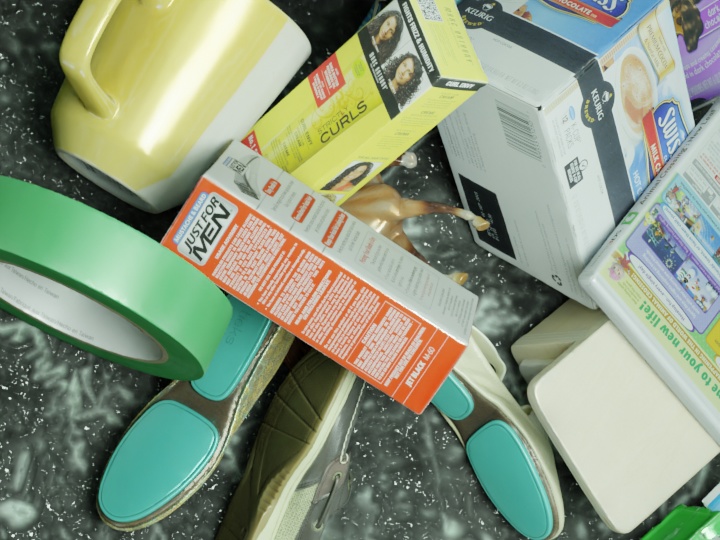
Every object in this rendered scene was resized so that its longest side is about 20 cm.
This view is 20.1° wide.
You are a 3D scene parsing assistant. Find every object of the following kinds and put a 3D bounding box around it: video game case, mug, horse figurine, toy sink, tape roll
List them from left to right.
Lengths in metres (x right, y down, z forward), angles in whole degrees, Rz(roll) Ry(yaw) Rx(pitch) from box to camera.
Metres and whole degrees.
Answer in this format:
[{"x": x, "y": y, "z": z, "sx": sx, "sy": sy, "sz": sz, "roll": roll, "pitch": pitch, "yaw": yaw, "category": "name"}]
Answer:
[{"x": -0.182, "y": 0.006, "z": 1.318, "sx": 0.200, "sy": 0.200, "sz": 0.048, "roll": 27, "pitch": 73, "yaw": -11, "category": "tape roll"}, {"x": -0.147, "y": -0.134, "z": 1.381, "sx": 0.186, "sy": 0.149, "sz": 0.154, "roll": 36, "pitch": 80, "yaw": -35, "category": "mug"}, {"x": 0.000, "y": 0.000, "z": 1.440, "sx": 0.132, "sy": 0.050, "sz": 0.200, "roll": 31, "pitch": 82, "yaw": 25, "category": "horse figurine"}, {"x": 0.195, "y": 0.079, "z": 1.463, "sx": 0.200, "sy": 0.112, "sz": 0.131, "roll": -39, "pitch": 103, "yaw": -23, "category": "toy sink"}, {"x": 0.266, "y": 0.010, "z": 1.423, "sx": 0.200, "sy": 0.022, "sz": 0.182, "roll": 47, "pitch": 69, "yaw": -20, "category": "video game case"}]

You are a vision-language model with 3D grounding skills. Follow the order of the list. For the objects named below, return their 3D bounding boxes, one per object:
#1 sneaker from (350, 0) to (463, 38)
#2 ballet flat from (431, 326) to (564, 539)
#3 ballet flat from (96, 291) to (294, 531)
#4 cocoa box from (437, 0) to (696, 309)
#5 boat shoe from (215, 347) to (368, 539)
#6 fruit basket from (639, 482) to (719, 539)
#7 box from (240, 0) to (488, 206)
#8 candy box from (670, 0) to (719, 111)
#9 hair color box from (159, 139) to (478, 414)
[{"x": 0.024, "y": -0.168, "z": 1.432, "sx": 0.078, "sy": 0.090, "sz": 0.201, "roll": 28, "pitch": 92, "yaw": 12, "category": "sneaker"}, {"x": 0.095, "y": 0.099, "z": 1.465, "sx": 0.069, "sy": 0.069, "sz": 0.200, "roll": -36, "pitch": 92, "yaw": -19, "category": "ballet flat"}, {"x": -0.106, "y": 0.096, "z": 1.396, "sx": 0.071, "sy": 0.071, "sz": 0.201, "roll": 33, "pitch": 85, "yaw": -9, "category": "ballet flat"}, {"x": 0.145, "y": -0.102, "z": 1.425, "sx": 0.131, "sy": 0.133, "sz": 0.201, "roll": -40, "pitch": 136, "yaw": -20, "category": "cocoa box"}, {"x": -0.039, "y": 0.143, "z": 1.397, "sx": 0.066, "sy": 0.072, "sz": 0.202, "roll": 22, "pitch": 98, "yaw": -30, "category": "boat shoe"}, {"x": 0.263, "y": 0.278, "z": 1.470, "sx": 0.185, "sy": 0.094, "sz": 0.200, "roll": -37, "pitch": 96, "yaw": -19, "category": "fruit basket"}, {"x": -0.005, "y": -0.105, "z": 1.378, "sx": 0.050, "sy": 0.200, "sz": 0.076, "roll": 1, "pitch": 61, "yaw": -45, "category": "box"}, {"x": 0.245, "y": -0.229, "z": 1.506, "sx": 0.071, "sy": 0.168, "sz": 0.201, "roll": -23, "pitch": 88, "yaw": -21, "category": "candy box"}, {"x": -0.024, "y": 0.002, "z": 1.329, "sx": 0.200, "sy": 0.111, "sz": 0.064, "roll": 34, "pitch": 107, "yaw": -3, "category": "hair color box"}]
